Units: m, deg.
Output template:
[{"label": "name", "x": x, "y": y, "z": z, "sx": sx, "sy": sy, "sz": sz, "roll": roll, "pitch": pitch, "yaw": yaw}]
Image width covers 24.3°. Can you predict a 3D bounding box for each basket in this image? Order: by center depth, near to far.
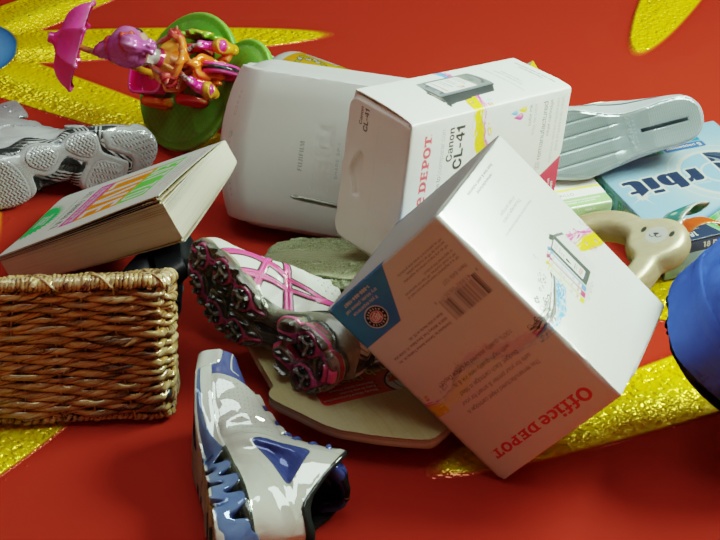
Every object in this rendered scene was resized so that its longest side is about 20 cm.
[{"label": "basket", "x": -0.251, "y": 0.031, "z": 1.403, "sx": 0.200, "sy": 0.149, "sz": 0.143, "roll": -3, "pitch": 33, "yaw": -4}]

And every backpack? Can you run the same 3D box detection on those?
[{"label": "backpack", "x": 0.353, "y": 0.045, "z": 1.336, "sx": 0.200, "sy": 0.168, "sz": 0.163, "roll": 35, "pitch": 28, "yaw": -9}]

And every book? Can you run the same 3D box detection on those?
[{"label": "book", "x": -0.223, "y": -0.054, "z": 1.559, "sx": 0.200, "sy": 0.048, "sz": 0.134, "roll": -17, "pitch": 22, "yaw": 30}]

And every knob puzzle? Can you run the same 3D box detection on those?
[{"label": "knob puzzle", "x": 0.015, "y": 0.096, "z": 1.420, "sx": 0.219, "sy": 0.030, "sz": 0.220, "roll": 1, "pitch": 32, "yaw": -1}]

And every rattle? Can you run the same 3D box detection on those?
[{"label": "rattle", "x": 0.235, "y": -0.051, "z": 1.519, "sx": 0.200, "sy": 0.143, "sz": 0.130, "roll": -21, "pitch": 23, "yaw": 7}]

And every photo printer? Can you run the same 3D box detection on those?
[{"label": "photo printer", "x": -0.039, "y": -0.115, "z": 1.625, "sx": 0.200, "sy": 0.167, "sz": 0.069, "roll": 11, "pitch": 14, "yaw": 13}]

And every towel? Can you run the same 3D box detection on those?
[{"label": "towel", "x": 0.000, "y": 0.000, "z": 1.522, "sx": 0.200, "sy": 0.037, "sz": 0.148, "roll": 0, "pitch": 16, "yaw": 10}]

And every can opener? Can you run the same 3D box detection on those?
[{"label": "can opener", "x": -0.184, "y": -0.014, "z": 1.563, "sx": 0.079, "sy": 0.063, "sz": 0.200, "roll": -28, "pitch": 25, "yaw": 4}]

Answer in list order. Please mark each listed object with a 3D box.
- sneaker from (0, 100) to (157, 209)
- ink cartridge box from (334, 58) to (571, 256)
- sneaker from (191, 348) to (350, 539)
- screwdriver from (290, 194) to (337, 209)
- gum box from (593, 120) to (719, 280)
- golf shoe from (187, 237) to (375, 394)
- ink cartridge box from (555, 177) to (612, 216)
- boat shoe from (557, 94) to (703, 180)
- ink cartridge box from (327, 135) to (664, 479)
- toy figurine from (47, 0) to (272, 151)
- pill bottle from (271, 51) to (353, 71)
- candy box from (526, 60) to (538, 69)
[{"label": "sneaker", "x": -0.315, "y": -0.130, "z": 1.713, "sx": 0.200, "sy": 0.075, "sz": 0.115, "roll": -14, "pitch": 39, "yaw": -17}, {"label": "ink cartridge box", "x": 0.085, "y": -0.098, "z": 1.507, "sx": 0.200, "sy": 0.148, "sz": 0.086, "roll": -18, "pitch": 37, "yaw": -38}, {"label": "sneaker", "x": -0.070, "y": 0.151, "z": 1.300, "sx": 0.115, "sy": 0.081, "sz": 0.200, "roll": -2, "pitch": 40, "yaw": -12}, {"label": "screwdriver", "x": 0.031, "y": -0.050, "z": 1.578, "sx": 0.200, "sy": 0.028, "sz": 0.029, "roll": 13, "pitch": 15, "yaw": -4}, {"label": "gum box", "x": 0.331, "y": -0.074, "z": 1.681, "sx": 0.170, "sy": 0.045, "sz": 0.200, "roll": -12, "pitch": 35, "yaw": -18}, {"label": "golf shoe", "x": -0.066, "y": 0.031, "z": 1.431, "sx": 0.200, "sy": 0.073, "sz": 0.092, "roll": 37, "pitch": 40, "yaw": 29}, {"label": "ink cartridge box", "x": 0.146, "y": -0.092, "z": 1.702, "sx": 0.145, "sy": 0.048, "sz": 0.200, "roll": -10, "pitch": 37, "yaw": -16}, {"label": "boat shoe", "x": 0.242, "y": -0.132, "z": 1.677, "sx": 0.200, "sy": 0.074, "sz": 0.067, "roll": -8, "pitch": 6, "yaw": -9}, {"label": "ink cartridge box", "x": 0.112, "y": 0.030, "z": 1.342, "sx": 0.200, "sy": 0.147, "sz": 0.145, "roll": 45, "pitch": 39, "yaw": -5}, {"label": "toy figurine", "x": -0.219, "y": -0.210, "z": 1.694, "sx": 0.200, "sy": 0.150, "sz": 0.184, "roll": 5, "pitch": -5, "yaw": 41}, {"label": "pill bottle", "x": -0.048, "y": -0.163, "z": 1.742, "sx": 0.200, "sy": 0.113, "sz": 0.113, "roll": 24, "pitch": 39, "yaw": 30}, {"label": "candy box", "x": 0.134, "y": -0.163, "z": 1.741, "sx": 0.102, "sy": 0.026, "sz": 0.200, "roll": -33, "pitch": 10, "yaw": 20}]
